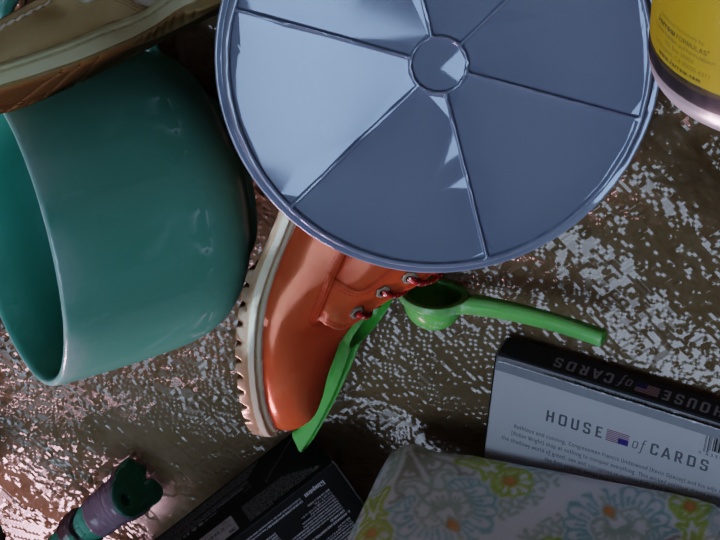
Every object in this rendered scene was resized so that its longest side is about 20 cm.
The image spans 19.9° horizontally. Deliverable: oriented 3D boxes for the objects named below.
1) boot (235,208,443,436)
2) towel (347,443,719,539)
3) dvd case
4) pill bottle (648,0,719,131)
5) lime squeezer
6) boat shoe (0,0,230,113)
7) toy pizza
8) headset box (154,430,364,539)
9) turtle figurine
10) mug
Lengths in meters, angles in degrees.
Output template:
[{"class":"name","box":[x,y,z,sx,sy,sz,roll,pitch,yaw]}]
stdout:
[{"class":"boot","box":[0.000,0.000,0.995,0.106,0.075,0.201,16,113,4]},{"class":"towel","box":[0.077,0.170,1.010,0.198,0.172,0.048,9,131,21]},{"class":"dvd case","box":[0.134,0.136,1.087,0.149,0.025,0.201,17,130,15]},{"class":"pill bottle","box":[0.171,-0.157,0.782,0.111,0.112,0.201,13,129,17]},{"class":"lime squeezer","box":[0.027,0.034,1.042,0.199,0.038,0.071,-22,81,34]},{"class":"boat shoe","box":[-0.116,-0.126,0.907,0.074,0.199,0.067,-21,98,57]},{"class":"toy pizza","box":[0.034,-0.096,0.915,0.198,0.032,0.202,0,112,0]},{"class":"headset box","box":[-0.027,0.214,1.141,0.148,0.077,0.201,-38,110,-5]},{"class":"turtle figurine","box":[-0.194,0.195,1.255,0.199,0.101,0.150,-25,115,30]},{"class":"mug","box":[-0.117,-0.043,0.992,0.152,0.114,0.186,58,152,33]}]
